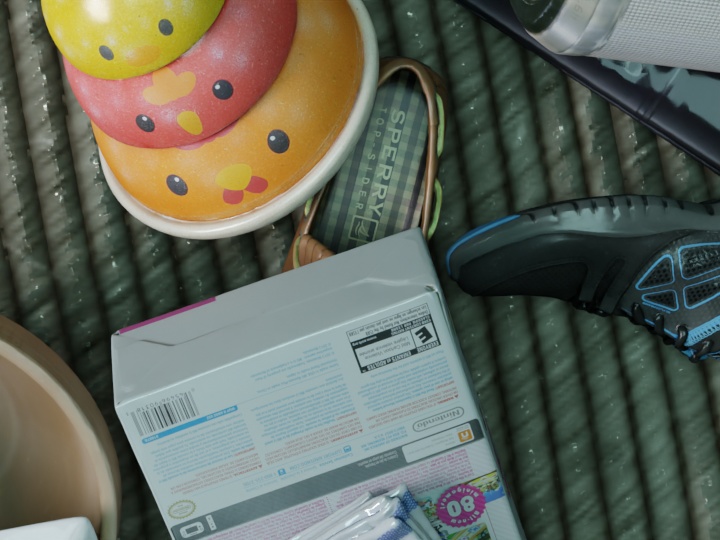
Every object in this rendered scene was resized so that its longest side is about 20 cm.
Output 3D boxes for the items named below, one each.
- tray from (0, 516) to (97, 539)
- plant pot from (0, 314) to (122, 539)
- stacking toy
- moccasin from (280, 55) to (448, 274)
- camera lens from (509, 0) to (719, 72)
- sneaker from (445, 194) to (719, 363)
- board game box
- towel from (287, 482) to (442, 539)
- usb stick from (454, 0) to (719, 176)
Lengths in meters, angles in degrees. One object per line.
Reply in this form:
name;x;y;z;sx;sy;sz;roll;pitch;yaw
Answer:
tray;-0.154;0.201;1.095;0.107;0.022;0.200;-10;124;0
plant pot;-0.206;0.089;1.103;0.200;0.093;0.201;0;114;0
stacking toy;-0.094;-0.115;1.050;0.146;0.200;0.147;-13;59;23
moccasin;0.002;0.001;1.120;0.073;0.078;0.202;19;92;-1
camera lens;0.168;-0.167;1.064;0.199;0.160;0.161;6;90;-12
sneaker;0.140;0.004;1.119;0.199;0.073;0.082;-4;91;3
board game box;-0.010;0.098;1.081;0.147;0.064;0.200;-18;120;1
towel;0.007;0.196;1.091;0.147;0.024;0.200;-31;120;10
usb stick;0.111;-0.116;1.141;0.200;0.033;0.056;33;97;2
